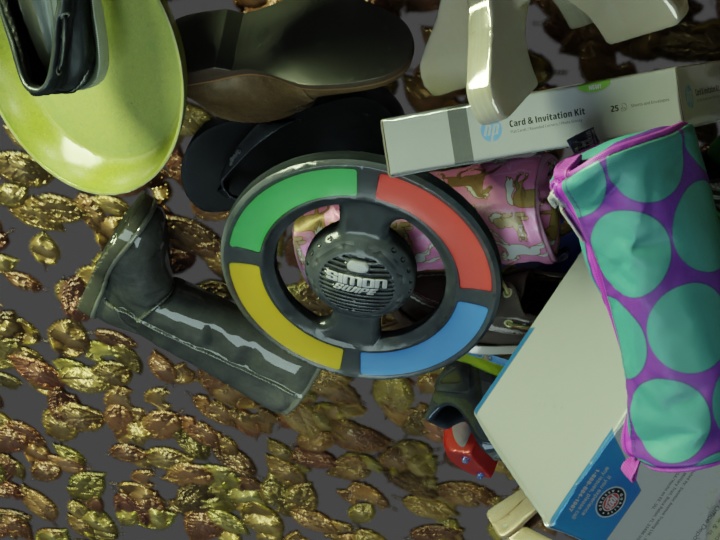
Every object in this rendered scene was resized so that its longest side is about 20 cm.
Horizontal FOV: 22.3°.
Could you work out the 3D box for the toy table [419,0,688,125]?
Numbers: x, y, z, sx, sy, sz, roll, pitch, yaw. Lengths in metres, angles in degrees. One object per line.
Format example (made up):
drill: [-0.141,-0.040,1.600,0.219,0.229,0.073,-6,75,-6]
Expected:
toy table: [0.093,-0.180,1.104,0.199,0.184,0.118,-5,119,49]

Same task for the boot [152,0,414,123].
boot: [-0.044,-0.142,1.271,0.199,0.074,0.076,2,150,29]

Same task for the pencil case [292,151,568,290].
pencil case: [0.048,-0.034,1.312,0.199,0.083,0.087,-7,130,18]

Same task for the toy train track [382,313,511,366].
toy train track: [0.077,0.043,1.375,0.199,0.114,0.033,18,108,29]

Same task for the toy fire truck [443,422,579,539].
toy fire truck: [0.143,0.169,1.431,0.199,0.142,0.049,6,151,35]

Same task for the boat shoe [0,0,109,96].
boat shoe: [-0.221,-0.210,1.214,0.074,0.066,0.201,10,117,32]

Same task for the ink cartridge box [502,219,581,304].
ink cartridge box: [0.207,0.019,1.351,0.200,0.041,0.199,39,135,-19]

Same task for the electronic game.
electronic game: [0.000,0.000,1.269,0.198,0.042,0.201,7,131,8]

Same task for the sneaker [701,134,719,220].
sneaker: [0.267,-0.042,1.222,0.199,0.078,0.086,8,108,-18]

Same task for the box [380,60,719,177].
box: [0.135,-0.099,1.177,0.199,0.156,0.042,-7,95,28]

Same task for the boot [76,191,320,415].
boot: [-0.118,0.033,1.471,0.199,0.073,0.182,31,151,-3]

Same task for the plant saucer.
plant saucer: [-0.191,-0.153,1.284,0.199,0.031,0.201,18,121,32]

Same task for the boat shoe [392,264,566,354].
boat shoe: [0.121,0.026,1.321,0.199,0.072,0.060,12,128,14]

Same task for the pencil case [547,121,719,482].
pencil case: [0.172,0.016,1.060,0.092,0.085,0.201,-18,101,-3]

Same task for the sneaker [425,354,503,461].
sneaker: [0.133,0.115,1.399,0.199,0.081,0.074,20,166,44]

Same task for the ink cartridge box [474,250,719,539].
ink cartridge box: [0.212,0.109,1.232,0.199,0.145,0.148,26,105,-28]

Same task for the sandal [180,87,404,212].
sandal: [-0.060,-0.087,1.342,0.199,0.043,0.076,-20,125,36]
